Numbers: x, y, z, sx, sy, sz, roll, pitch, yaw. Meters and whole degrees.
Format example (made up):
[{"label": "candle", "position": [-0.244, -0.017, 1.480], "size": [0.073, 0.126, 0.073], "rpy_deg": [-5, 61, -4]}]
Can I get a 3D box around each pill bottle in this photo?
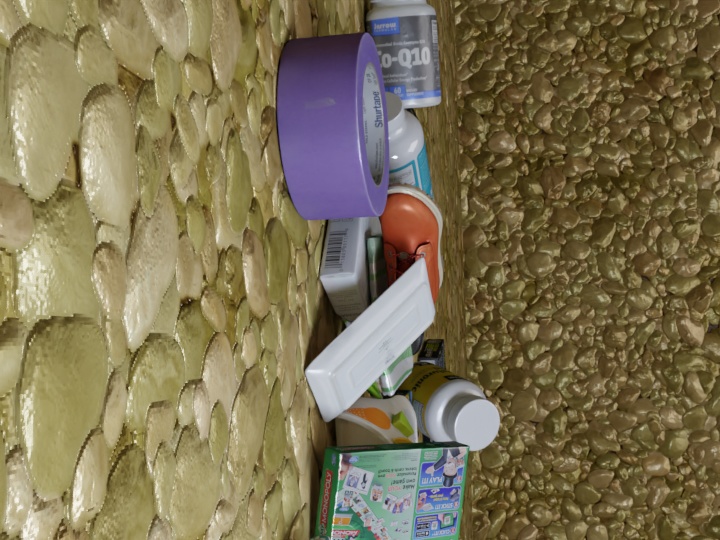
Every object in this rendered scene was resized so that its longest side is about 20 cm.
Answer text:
[{"label": "pill bottle", "position": [0.067, -0.361, 1.406], "size": [0.114, 0.114, 0.200], "rpy_deg": [-52, 138, -73]}, {"label": "pill bottle", "position": [0.137, 0.221, 1.425], "size": [0.200, 0.111, 0.112], "rpy_deg": [-161, -116, -64]}, {"label": "pill bottle", "position": [0.039, -0.149, 1.223], "size": [0.200, 0.111, 0.111], "rpy_deg": [75, 16, -49]}]

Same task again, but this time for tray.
[{"label": "tray", "position": [0.022, 0.083, 1.017], "size": [0.200, 0.022, 0.107], "rpy_deg": [-43, 143, -23]}]

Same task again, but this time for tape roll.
[{"label": "tape roll", "position": [-0.025, -0.157, 0.971], "size": [0.200, 0.085, 0.200], "rpy_deg": [-2, 90, -80]}]

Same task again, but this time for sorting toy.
[{"label": "sorting toy", "position": [0.042, 0.246, 1.131], "size": [0.180, 0.107, 0.200], "rpy_deg": [-36, 123, -70]}]

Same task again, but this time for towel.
[{"label": "towel", "position": [0.040, 0.052, 1.153], "size": [0.153, 0.023, 0.200], "rpy_deg": [-24, 111, -75]}]

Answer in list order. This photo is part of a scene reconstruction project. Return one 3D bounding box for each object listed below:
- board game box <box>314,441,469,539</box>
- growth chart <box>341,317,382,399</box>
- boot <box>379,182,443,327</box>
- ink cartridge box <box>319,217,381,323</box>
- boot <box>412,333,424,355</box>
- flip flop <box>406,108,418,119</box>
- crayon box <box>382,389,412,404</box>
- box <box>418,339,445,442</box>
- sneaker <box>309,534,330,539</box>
[{"label": "board game box", "position": [0.038, 0.264, 0.992], "size": [0.200, 0.029, 0.135], "rpy_deg": [8, 90, -40]}, {"label": "growth chart", "position": [0.013, 0.070, 1.195], "size": [0.145, 0.018, 0.200], "rpy_deg": [50, 39, -42]}, {"label": "boot", "position": [0.062, -0.013, 1.087], "size": [0.200, 0.075, 0.107], "rpy_deg": [72, 25, -44]}, {"label": "ink cartridge box", "position": [0.000, 0.000, 1.146], "size": [0.200, 0.057, 0.163], "rpy_deg": [77, 16, -52]}, {"label": "boot", "position": [0.041, 0.099, 1.342], "size": [0.174, 0.069, 0.200], "rpy_deg": [-70, 152, -50]}, {"label": "flip flop", "position": [0.064, -0.265, 1.542], "size": [0.081, 0.057, 0.200], "rpy_deg": [-35, 107, -72]}, {"label": "crayon box", "position": [0.051, 0.291, 1.352], "size": [0.126, 0.051, 0.200], "rpy_deg": [-3, 91, -79]}, {"label": "box", "position": [0.163, 0.268, 1.952], "size": [0.160, 0.044, 0.200], "rpy_deg": [-48, 135, -75]}, {"label": "sneaker", "position": [-0.031, 0.350, 0.864], "size": [0.093, 0.070, 0.200], "rpy_deg": [-62, 145, -58]}]
